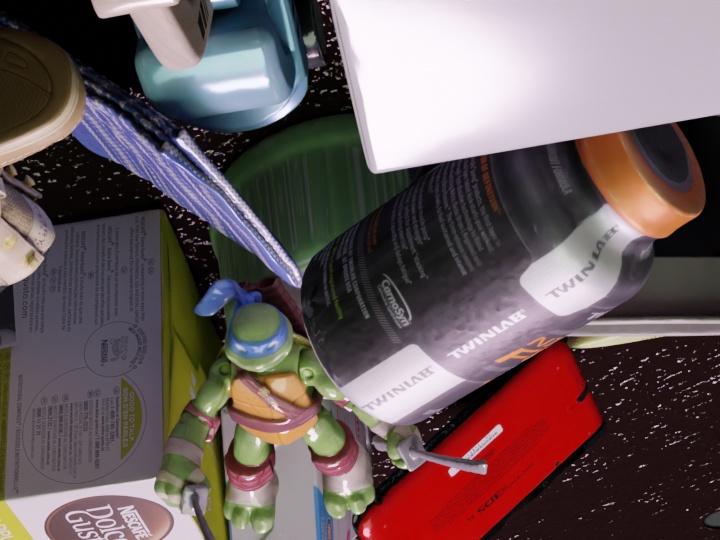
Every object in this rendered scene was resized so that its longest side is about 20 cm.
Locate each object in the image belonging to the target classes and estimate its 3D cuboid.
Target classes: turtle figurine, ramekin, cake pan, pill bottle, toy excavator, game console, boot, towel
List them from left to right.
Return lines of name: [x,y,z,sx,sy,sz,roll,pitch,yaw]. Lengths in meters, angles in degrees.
boot: [-0.199,-0.051,0.787,0.198,0.074,0.155,-15,154,21]
towel: [-0.126,-0.068,0.817,0.024,0.199,0.145,-50,142,-8]
toy excavator: [-0.076,-0.125,0.714,0.099,0.201,0.196,-9,131,5]
turtle figurine: [-0.041,0.120,0.885,0.144,0.200,0.194,-39,156,-15]
ramekin: [0.000,0.000,0.982,0.198,0.098,0.201,-4,144,-3]
game console: [0.071,0.137,1.123,0.200,0.119,0.173,-41,134,-10]
pill bottle: [0.071,-0.011,0.742,0.106,0.107,0.199,26,134,-37]
cake pan: [0.163,0.017,0.856,0.198,0.037,0.200,0,176,0]

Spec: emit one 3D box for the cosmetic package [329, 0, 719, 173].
cosmetic package: [0.083,-0.170,0.671,0.197,0.202,0.123,-10,145,4]

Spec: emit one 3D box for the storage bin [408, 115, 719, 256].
storage bin: [0.126,-0.108,0.821,0.198,0.135,0.146,8,142,-21]

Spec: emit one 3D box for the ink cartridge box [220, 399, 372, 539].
ink cartridge box: [-0.041,0.143,1.098,0.067,0.117,0.200,-3,-179,11]

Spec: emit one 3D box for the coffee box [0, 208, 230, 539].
coffee box: [-0.198,0.109,1.016,0.195,0.202,0.200,-9,145,4]

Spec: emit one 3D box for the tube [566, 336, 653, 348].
tube: [0.244,0.020,1.087,0.198,0.052,0.058,-18,144,16]
